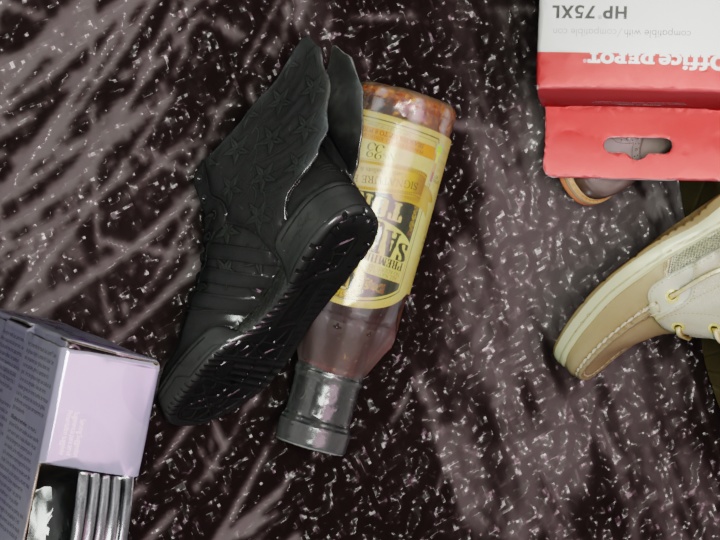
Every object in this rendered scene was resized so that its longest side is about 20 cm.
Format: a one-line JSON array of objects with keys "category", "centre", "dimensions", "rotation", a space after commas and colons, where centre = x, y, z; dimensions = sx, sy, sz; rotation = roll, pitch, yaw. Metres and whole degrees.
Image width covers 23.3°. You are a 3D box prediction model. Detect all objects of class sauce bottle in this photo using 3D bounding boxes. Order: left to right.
[{"category": "sauce bottle", "centre": [0.000, 0.000, 0.959], "dimensions": [0.065, 0.066, 0.202], "rotation": [15, 87, -26]}]

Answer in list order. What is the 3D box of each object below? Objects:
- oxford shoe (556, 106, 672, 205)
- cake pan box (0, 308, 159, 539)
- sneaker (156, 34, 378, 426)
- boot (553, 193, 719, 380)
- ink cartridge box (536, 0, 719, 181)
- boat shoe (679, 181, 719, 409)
[{"category": "oxford shoe", "centre": [0.192, -0.119, 1.033], "dimensions": [0.071, 0.073, 0.200], "rotation": [45, 77, -22]}, {"category": "cake pan box", "centre": [-0.158, 0.117, 0.822], "dimensions": [0.052, 0.200, 0.186], "rotation": [10, 88, -23]}, {"category": "sneaker", "centre": [-0.057, -0.019, 0.931], "dimensions": [0.060, 0.105, 0.200], "rotation": [12, 126, -50]}, {"category": "boot", "centre": [0.222, 0.042, 0.997], "dimensions": [0.199, 0.072, 0.155], "rotation": [-38, 76, 17]}, {"category": "ink cartridge box", "centre": [0.158, -0.154, 0.980], "dimensions": [0.115, 0.067, 0.202], "rotation": [1, 87, 9]}, {"category": "boat shoe", "centre": [0.248, 0.016, 1.076], "dimensions": [0.063, 0.073, 0.203], "rotation": [-14, 94, -19]}]
